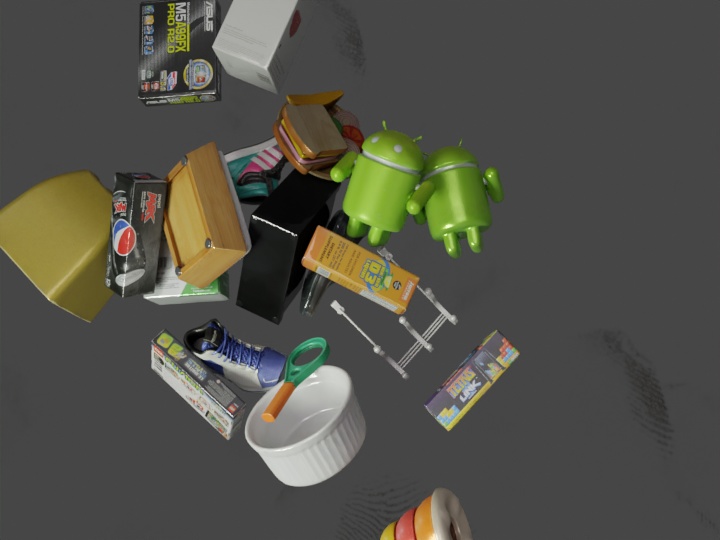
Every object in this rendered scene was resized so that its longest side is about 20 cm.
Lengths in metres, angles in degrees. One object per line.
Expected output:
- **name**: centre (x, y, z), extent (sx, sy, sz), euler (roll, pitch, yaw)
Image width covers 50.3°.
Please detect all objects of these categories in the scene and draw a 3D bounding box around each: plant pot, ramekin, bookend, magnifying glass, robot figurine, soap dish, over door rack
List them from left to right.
- **plant pot**: centre (-0.510, -0.060, 1.390), extent (0.194, 0.196, 0.200), euler (43, 79, 11)
- **soap dish**: centre (-0.272, -0.091, 1.300), extent (0.156, 0.080, 0.204), euler (-31, 72, 43)
- **bookend**: centre (-0.129, -0.050, 1.383), extent (0.090, 0.202, 0.201), euler (23, 38, 8)
- **magnifying glass**: centre (-0.114, 0.183, 1.321), extent (0.078, 0.201, 0.023), euler (-10, 121, 32)
- **ramekin**: centre (-0.085, 0.262, 1.285), extent (0.197, 0.201, 0.099), euler (-27, 115, 0)
- **robot figurine**: centre (0.040, -0.147, 1.324), extent (0.172, 0.115, 0.204), euler (24, 102, 18)
- **over door rack**: centre (0.057, 0.073, 1.370), extent (0.200, 0.067, 0.148), euler (43, 86, 11)
- **robot figurine**: centre (0.168, -0.129, 1.369), extent (0.171, 0.115, 0.205), euler (-15, 78, 15)

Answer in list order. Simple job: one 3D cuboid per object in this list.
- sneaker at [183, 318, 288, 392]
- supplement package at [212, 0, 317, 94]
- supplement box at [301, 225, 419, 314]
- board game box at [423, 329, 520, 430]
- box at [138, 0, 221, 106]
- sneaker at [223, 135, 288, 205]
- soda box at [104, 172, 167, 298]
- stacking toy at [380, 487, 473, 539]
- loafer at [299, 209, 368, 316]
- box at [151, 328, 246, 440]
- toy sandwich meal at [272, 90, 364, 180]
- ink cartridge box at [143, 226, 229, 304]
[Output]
- **sneaker**: centre (-0.231, 0.148, 1.350), extent (0.194, 0.116, 0.082), euler (13, 64, 7)
- **supplement package**: centre (-0.177, -0.466, 1.458), extent (0.117, 0.121, 0.204), euler (22, 83, 8)
- **supplement box**: centre (0.000, 0.000, 1.308), extent (0.197, 0.069, 0.068), euler (27, 77, -5)
- **board game box**: centre (0.178, 0.182, 1.271), extent (0.057, 0.200, 0.165), euler (44, 86, 9)
- **box**: centre (-0.353, -0.430, 1.507), extent (0.156, 0.044, 0.206), euler (-3, 80, 5)
- **sneaker**: centre (-0.161, -0.179, 1.427), extent (0.196, 0.084, 0.123), euler (-21, 85, -6)
- **soda box**: centre (-0.385, -0.061, 1.310), extent (0.063, 0.070, 0.205), euler (23, 110, 37)
- **stacking toy**: centre (0.082, 0.462, 1.288), extent (0.197, 0.145, 0.149), euler (-24, 78, 20)
- **loafer**: centre (-0.049, -0.005, 1.391), extent (0.071, 0.073, 0.204), euler (26, 84, -16)
- **box**: centre (-0.289, 0.203, 1.356), extent (0.199, 0.111, 0.035), euler (41, 56, 10)
- **toy sandwich meal**: centre (-0.067, -0.253, 1.389), extent (0.201, 0.070, 0.209), euler (15, 56, -23)
- **ink cartridge box**: centre (-0.319, -0.047, 1.416), extent (0.142, 0.083, 0.206), euler (-3, 80, 4)
